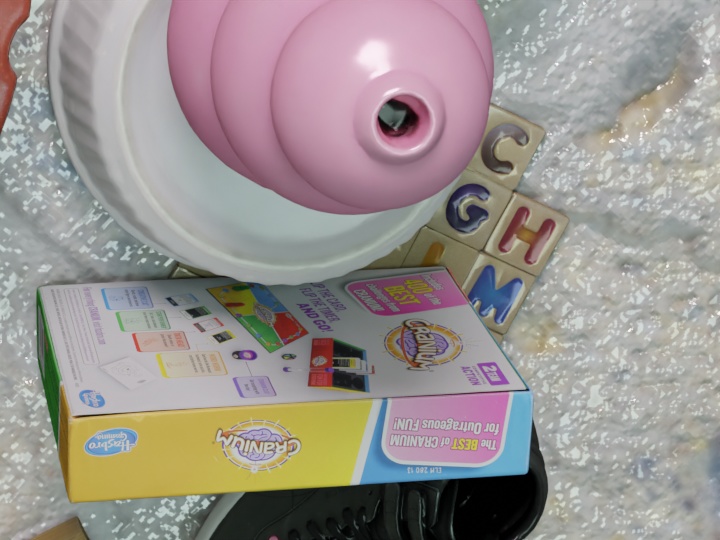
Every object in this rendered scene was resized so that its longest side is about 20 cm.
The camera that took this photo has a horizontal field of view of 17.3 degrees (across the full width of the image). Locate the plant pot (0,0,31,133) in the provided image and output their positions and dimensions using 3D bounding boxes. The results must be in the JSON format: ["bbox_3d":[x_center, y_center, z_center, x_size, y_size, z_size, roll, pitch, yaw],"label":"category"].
[{"bbox_3d":[-0.244,-0.115,0.943,0.194,0.201,0.202,8,108,-25],"label":"plant pot"}]

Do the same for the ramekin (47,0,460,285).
[{"bbox_3d":[-0.036,-0.087,1.038,0.201,0.094,0.203,-3,106,-11],"label":"ramekin"}]

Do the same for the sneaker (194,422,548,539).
[{"bbox_3d":[0.003,0.120,1.119,0.200,0.099,0.071,-34,116,2],"label":"sneaker"}]

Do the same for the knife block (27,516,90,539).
[{"bbox_3d":[-0.229,0.204,1.131,0.200,0.175,0.064,-49,124,-43],"label":"knife block"}]

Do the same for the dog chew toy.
[{"bbox_3d":[-0.005,-0.077,0.891,0.124,0.200,0.125,-3,107,-11],"label":"dog chew toy"}]

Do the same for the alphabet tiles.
[{"bbox_3d":[0.000,0.000,1.131,0.166,0.006,0.201,24,102,-20],"label":"alphabet tiles"}]

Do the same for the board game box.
[{"bbox_3d":[-0.039,0.047,1.053,0.199,0.153,0.041,-2,111,-12],"label":"board game box"}]
